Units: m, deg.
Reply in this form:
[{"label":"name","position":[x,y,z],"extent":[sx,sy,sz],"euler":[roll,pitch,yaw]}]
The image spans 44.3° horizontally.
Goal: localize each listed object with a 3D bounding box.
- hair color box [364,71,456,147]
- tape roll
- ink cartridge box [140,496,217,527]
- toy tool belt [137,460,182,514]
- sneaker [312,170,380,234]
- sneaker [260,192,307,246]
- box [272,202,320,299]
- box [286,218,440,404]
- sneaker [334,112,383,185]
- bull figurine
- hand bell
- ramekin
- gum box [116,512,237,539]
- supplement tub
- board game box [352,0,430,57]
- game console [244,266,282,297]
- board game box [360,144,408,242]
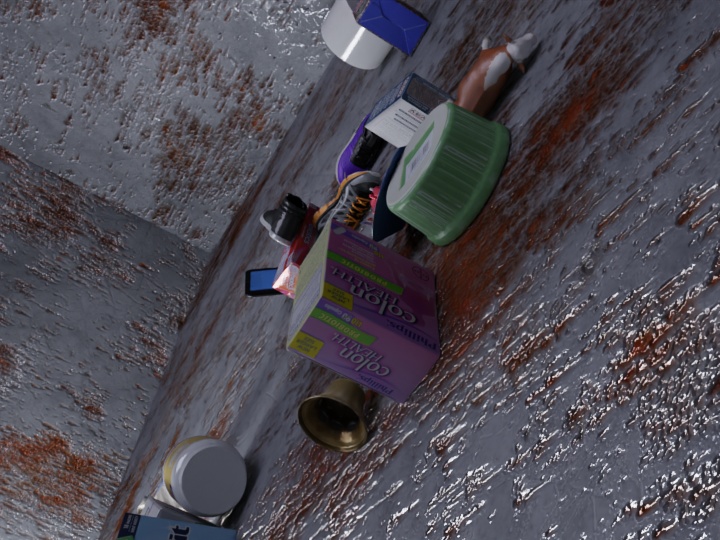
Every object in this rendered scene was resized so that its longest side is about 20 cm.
[{"label":"hair color box","position":[0.091,-0.295,1.669],"extent":[0.061,0.100,0.200],"euler":[-64,15,-13]},{"label":"tape roll","position":[0.009,-0.677,2.440],"extent":[0.139,0.202,0.204],"euler":[-48,20,44]},{"label":"ink cartridge box","position":[-0.341,0.501,1.667],"extent":[0.085,0.144,0.200],"euler":[-66,15,-15]},{"label":"toy tool belt","position":[-0.401,0.498,1.999],"extent":[0.201,0.124,0.123],"euler":[-58,-16,7]},{"label":"sneaker","position":[-0.020,-0.129,1.846],"extent":[0.200,0.078,0.078],"euler":[-47,48,34]},{"label":"sneaker","position":[-0.163,-0.124,1.944],"extent":[0.100,0.070,0.200],"euler":[-58,20,7]},{"label":"box","position":[-0.112,-0.037,1.926],"extent":[0.100,0.095,0.201],"euler":[-49,19,40]},{"label":"box","position":[0.006,0.050,1.192],"extent":[0.097,0.175,0.201],"euler":[-55,16,29]},{"label":"sneaker","position":[0.008,-0.278,1.991],"extent":[0.201,0.069,0.099],"euler":[-67,17,-14]},{"label":"bull figurine","position":[0.196,-0.297,1.381],"extent":[0.201,0.065,0.122],"euler":[-54,13,24]},{"label":"hand bell","position":[-0.008,0.155,1.286],"extent":[0.104,0.104,0.200],"euler":[-50,7,40]},{"label":"ramekin","position":[0.121,-0.147,1.297],"extent":[0.201,0.097,0.200],"euler":[-56,16,24]},{"label":"gum box","position":[-0.316,0.494,1.478],"extent":[0.170,0.198,0.045],"euler":[-92,15,-62]},{"label":"supplement tub","position":[-0.300,0.396,1.710],"extent":[0.146,0.145,0.200],"euler":[-66,14,-15]},{"label":"board game box","position":[0.074,-0.634,2.220],"extent":[0.097,0.159,0.200],"euler":[-57,16,18]},{"label":"game console","position":[-0.185,-0.017,2.111],"extent":[0.177,0.116,0.200],"euler":[-60,15,12]},{"label":"board game box","position":[0.049,-0.135,1.440],"extent":[0.200,0.039,0.159],"euler":[-31,-42,-63]}]
